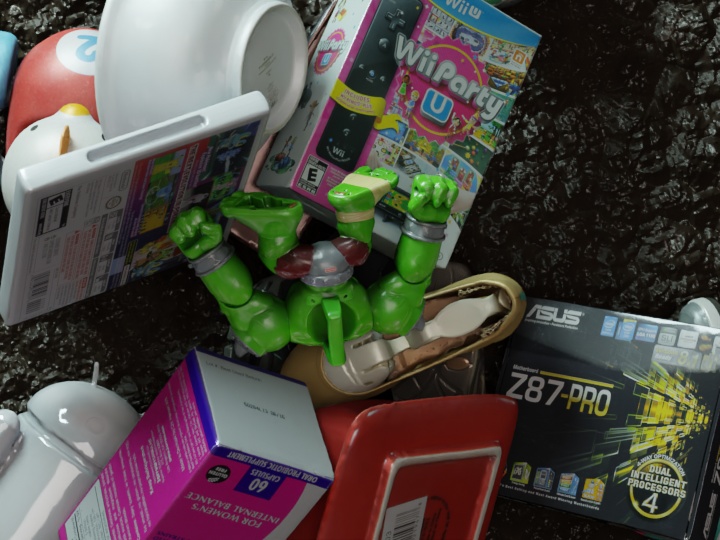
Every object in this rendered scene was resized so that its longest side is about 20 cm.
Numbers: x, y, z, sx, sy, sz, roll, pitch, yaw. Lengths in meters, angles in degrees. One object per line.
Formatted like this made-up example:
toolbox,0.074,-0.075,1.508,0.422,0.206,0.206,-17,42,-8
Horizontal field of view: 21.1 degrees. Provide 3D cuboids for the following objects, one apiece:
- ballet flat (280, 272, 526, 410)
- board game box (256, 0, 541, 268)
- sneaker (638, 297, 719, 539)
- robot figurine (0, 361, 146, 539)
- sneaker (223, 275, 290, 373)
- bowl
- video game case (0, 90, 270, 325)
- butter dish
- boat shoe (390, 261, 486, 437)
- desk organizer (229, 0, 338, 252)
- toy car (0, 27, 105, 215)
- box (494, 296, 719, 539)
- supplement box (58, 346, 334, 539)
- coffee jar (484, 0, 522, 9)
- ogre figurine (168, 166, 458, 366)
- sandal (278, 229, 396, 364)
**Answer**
ballet flat,0.030,0.049,1.453,0.199,0.063,0.069,-24,89,-2
board game box,0.031,-0.122,1.476,0.147,0.064,0.201,27,80,-24
sneaker,0.238,0.125,1.552,0.120,0.084,0.201,-3,92,-15
robot figurine,-0.235,0.169,1.489,0.200,0.113,0.169,-54,133,-3
sneaker,-0.067,0.105,1.536,0.079,0.075,0.201,8,89,-28
bowl,-0.100,-0.152,1.406,0.090,0.201,0.202,12,90,27
video game case,-0.163,-0.042,1.363,0.182,0.200,0.023,-21,69,-24
butter dish,-0.001,0.170,1.455,0.147,0.199,0.201,25,106,38
boat shoe,0.063,0.089,1.537,0.074,0.073,0.201,8,100,16
desk organizer,-0.045,-0.106,1.525,0.077,0.072,0.201,32,88,-7
toy car,-0.214,-0.089,1.438,0.183,0.200,0.178,9,98,-6
box,0.195,0.114,1.494,0.199,0.049,0.162,11,80,39
supplement box,-0.121,0.169,1.384,0.101,0.104,0.200,20,122,-32
coffee jar,0.093,-0.309,1.527,0.104,0.085,0.201,-24,93,-5
ogre figurine,-0.030,-0.001,1.387,0.199,0.098,0.121,-15,114,-24
sandal,0.000,-0.001,1.513,0.076,0.043,0.201,41,72,-31
